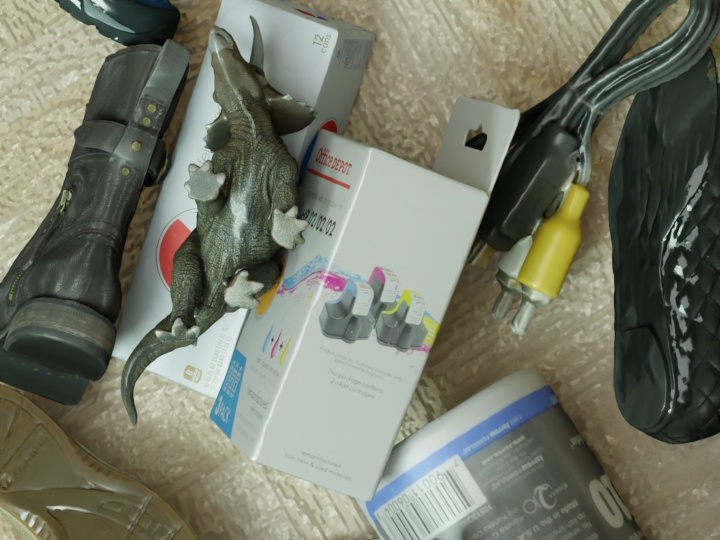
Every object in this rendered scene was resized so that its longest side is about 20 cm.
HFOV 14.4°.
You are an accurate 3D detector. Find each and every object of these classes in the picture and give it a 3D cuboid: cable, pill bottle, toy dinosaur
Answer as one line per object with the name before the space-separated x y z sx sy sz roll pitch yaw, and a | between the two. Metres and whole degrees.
cable | 0.108 -0.069 1.418 0.200 0.050 0.097 -53 42 10
pill bottle | 0.093 0.159 1.401 0.114 0.114 0.200 -34 83 17
toy dinosaur | -0.062 -0.015 1.393 0.077 0.102 0.201 14 107 3

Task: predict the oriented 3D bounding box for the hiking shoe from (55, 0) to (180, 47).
hiking shoe | -0.151 -0.204 1.480 0.087 0.074 0.200 -41 81 17

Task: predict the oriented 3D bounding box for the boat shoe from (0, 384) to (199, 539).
boat shoe | -0.136 0.137 1.496 0.071 0.065 0.200 -43 70 -6

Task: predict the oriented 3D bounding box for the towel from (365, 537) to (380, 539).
towel | -0.031 0.246 1.489 0.192 0.035 0.201 -16 88 19

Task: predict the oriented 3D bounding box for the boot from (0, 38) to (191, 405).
boot | -0.142 -0.027 1.475 0.069 0.200 0.175 22 73 -20

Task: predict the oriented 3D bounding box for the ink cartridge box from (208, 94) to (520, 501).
ink cartridge box | 0.000 0.000 1.390 0.068 0.115 0.201 21 92 -15

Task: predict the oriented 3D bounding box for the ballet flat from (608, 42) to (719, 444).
ballet flat | 0.159 -0.015 1.411 0.066 0.057 0.201 5 90 47

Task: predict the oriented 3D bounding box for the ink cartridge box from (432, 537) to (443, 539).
ink cartridge box | 0.102 0.223 1.302 0.199 0.084 0.146 16 101 7

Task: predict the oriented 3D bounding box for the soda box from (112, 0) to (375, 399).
soda box | -0.061 -0.039 1.466 0.068 0.064 0.201 21 99 16
